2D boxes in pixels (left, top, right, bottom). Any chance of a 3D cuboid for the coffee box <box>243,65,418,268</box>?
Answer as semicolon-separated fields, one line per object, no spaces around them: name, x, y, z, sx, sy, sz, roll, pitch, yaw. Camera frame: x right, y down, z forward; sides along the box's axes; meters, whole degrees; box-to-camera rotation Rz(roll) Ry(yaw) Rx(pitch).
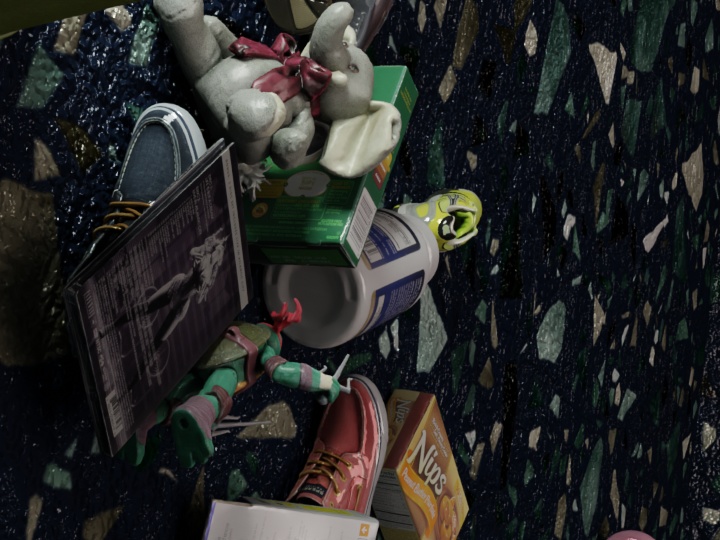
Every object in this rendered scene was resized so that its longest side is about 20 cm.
coffee box;-0.031;-0.097;1.148;0.044;0.122;0.201;56;44;-49

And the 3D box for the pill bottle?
pill bottle;0.000;0.000;1.234;0.200;0.111;0.112;-22;113;-60

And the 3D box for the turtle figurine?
turtle figurine;-0.105;0.093;1.030;0.200;0.149;0.101;-30;95;-54

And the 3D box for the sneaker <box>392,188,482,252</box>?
sneaker;0.106;-0.052;1.474;0.200;0.076;0.076;-27;115;-61

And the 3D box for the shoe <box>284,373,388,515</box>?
shoe;-0.027;0.203;1.254;0.091;0.071;0.201;7;91;-66

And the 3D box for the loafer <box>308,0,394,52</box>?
loafer;0.001;-0.275;1.263;0.063;0.072;0.201;84;28;-64

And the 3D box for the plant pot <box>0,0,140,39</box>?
plant pot;-0.189;-0.220;0.743;0.200;0.189;0.201;-17;109;-62

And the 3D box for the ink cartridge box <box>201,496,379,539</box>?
ink cartridge box;-0.086;0.306;1.138;0.199;0.047;0.199;17;84;-38

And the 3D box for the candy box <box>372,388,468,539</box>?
candy box;0.063;0.247;1.455;0.116;0.055;0.201;-59;142;-41

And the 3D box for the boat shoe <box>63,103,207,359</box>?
boat shoe;-0.166;-0.027;0.945;0.091;0.070;0.201;0;96;-67

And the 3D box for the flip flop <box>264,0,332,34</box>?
flip flop;-0.050;-0.313;1.138;0.058;0.081;0.201;-45;137;-75

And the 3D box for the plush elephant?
plush elephant;-0.052;-0.154;1.045;0.154;0.165;0.200;-30;150;-11

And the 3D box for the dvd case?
dvd case;-0.140;0.016;0.927;0.200;0.016;0.149;-51;147;-44

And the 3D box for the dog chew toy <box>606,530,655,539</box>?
dog chew toy;0.485;0.547;2.269;0.200;0.124;0.125;72;34;-51
